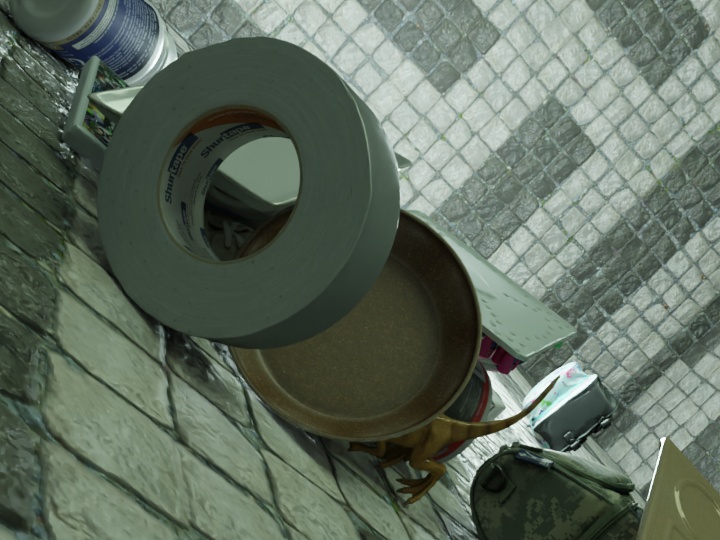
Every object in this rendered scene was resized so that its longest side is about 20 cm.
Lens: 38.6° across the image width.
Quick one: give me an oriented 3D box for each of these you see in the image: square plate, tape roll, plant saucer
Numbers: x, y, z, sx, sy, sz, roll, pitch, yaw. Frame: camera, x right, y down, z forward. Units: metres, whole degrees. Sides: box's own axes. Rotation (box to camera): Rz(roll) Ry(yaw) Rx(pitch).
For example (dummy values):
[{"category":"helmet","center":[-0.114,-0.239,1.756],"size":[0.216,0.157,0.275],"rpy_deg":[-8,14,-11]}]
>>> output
[{"category":"square plate","center":[-0.087,-0.106,0.845],"size":[0.199,0.029,0.197],"rpy_deg":[31,29,24]},{"category":"tape roll","center":[-0.076,-0.050,0.692],"size":[0.200,0.200,0.066],"rpy_deg":[47,7,20]},{"category":"plant saucer","center":[-0.007,0.038,0.785],"size":[0.201,0.200,0.037],"rpy_deg":[47,-26,14]}]

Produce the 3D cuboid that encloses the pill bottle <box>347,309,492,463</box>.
[{"category":"pill bottle","center":[0.018,0.078,0.905],"size":[0.200,0.114,0.114],"rpy_deg":[41,7,-34]}]

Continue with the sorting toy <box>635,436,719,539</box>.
[{"category":"sorting toy","center":[0.281,0.248,0.802],"size":[0.185,0.036,0.200],"rpy_deg":[48,30,-2]}]

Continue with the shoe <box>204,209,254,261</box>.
[{"category":"shoe","center":[-0.095,-0.014,0.901],"size":[0.199,0.053,0.070],"rpy_deg":[33,30,-42]}]

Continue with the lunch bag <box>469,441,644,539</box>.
[{"category":"lunch bag","center":[0.187,0.236,0.917],"size":[0.168,0.140,0.200],"rpy_deg":[44,6,24]}]

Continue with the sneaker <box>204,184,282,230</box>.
[{"category":"sneaker","center":[-0.071,-0.065,0.916],"size":[0.198,0.077,0.081],"rpy_deg":[12,-7,-26]}]

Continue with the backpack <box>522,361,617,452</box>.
[{"category":"backpack","center":[0.416,0.277,2.063],"size":[0.151,0.177,0.200],"rpy_deg":[52,3,14]}]

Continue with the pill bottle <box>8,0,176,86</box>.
[{"category":"pill bottle","center":[-0.289,-0.274,1.153],"size":[0.111,0.111,0.200],"rpy_deg":[48,6,22]}]

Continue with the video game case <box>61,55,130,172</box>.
[{"category":"video game case","center":[-0.198,-0.106,0.975],"size":[0.182,0.023,0.200],"rpy_deg":[43,15,-26]}]

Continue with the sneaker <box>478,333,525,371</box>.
[{"category":"sneaker","center":[0.092,0.059,1.017],"size":[0.199,0.082,0.071],"rpy_deg":[25,43,-34]}]

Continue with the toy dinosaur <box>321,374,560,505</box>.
[{"category":"toy dinosaur","center":[0.057,0.130,0.816],"size":[0.198,0.107,0.061],"rpy_deg":[7,40,-15]}]

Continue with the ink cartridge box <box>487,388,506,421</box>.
[{"category":"ink cartridge box","center":[0.069,0.120,1.126],"size":[0.147,0.083,0.200],"rpy_deg":[48,7,19]}]

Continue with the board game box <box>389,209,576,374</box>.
[{"category":"board game box","center":[0.088,0.013,0.921],"size":[0.200,0.026,0.200],"rpy_deg":[39,17,17]}]
